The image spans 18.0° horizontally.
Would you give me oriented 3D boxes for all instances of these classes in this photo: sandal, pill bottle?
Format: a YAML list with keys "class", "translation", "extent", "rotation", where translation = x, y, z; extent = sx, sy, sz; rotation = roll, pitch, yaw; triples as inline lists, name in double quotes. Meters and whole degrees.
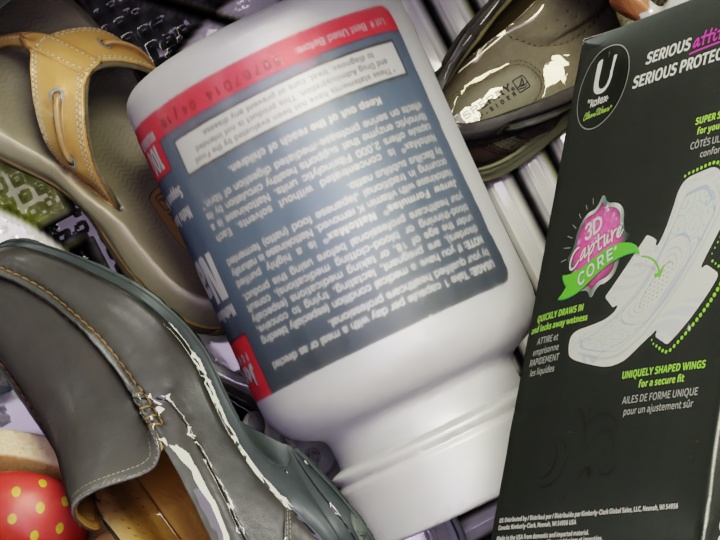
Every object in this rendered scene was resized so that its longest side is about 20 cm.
- class: "sandal"
  translation: [-0.105, -0.059, 0.937]
  extent: [0.200, 0.054, 0.080]
  rotation: [46, 58, 1]
- class: "pill bottle"
  translation: [0.000, 0.000, 0.887]
  extent: [0.119, 0.120, 0.201]
  rotation: [-24, 86, -3]

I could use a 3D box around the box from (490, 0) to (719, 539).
- class: "box"
  translation: [0.150, 0.021, 0.786]
  extent: [0.148, 0.124, 0.202]
  rotation: [19, 73, -27]

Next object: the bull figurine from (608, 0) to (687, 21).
- class: "bull figurine"
  translation: [0.112, -0.013, 0.902]
  extent: [0.065, 0.122, 0.202]
  rotation: [9, 68, 3]

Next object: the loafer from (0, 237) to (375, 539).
- class: "loafer"
  translation: [-0.083, 0.067, 0.855]
  extent: [0.200, 0.073, 0.072]
  rotation: [41, 42, 12]

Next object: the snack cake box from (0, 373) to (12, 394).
- class: "snack cake box"
  translation: [-0.230, -0.028, 0.940]
  extent: [0.114, 0.067, 0.202]
  rotation: [-18, 86, -1]

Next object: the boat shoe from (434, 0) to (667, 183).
- class: "boat shoe"
  translation: [0.105, -0.112, 0.951]
  extent: [0.200, 0.065, 0.073]
  rotation: [-44, 87, -4]

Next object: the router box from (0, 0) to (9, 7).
- class: "router box"
  translation: [-0.125, -0.200, 0.879]
  extent: [0.199, 0.052, 0.158]
  rotation: [-32, 51, 33]

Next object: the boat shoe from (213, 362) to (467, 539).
- class: "boat shoe"
  translation: [-0.047, 0.084, 0.933]
  extent: [0.199, 0.065, 0.074]
  rotation: [25, 85, 2]

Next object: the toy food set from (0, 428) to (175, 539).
- class: "toy food set"
  translation: [-0.132, 0.155, 0.856]
  extent: [0.199, 0.049, 0.199]
  rotation: [35, 59, -12]
